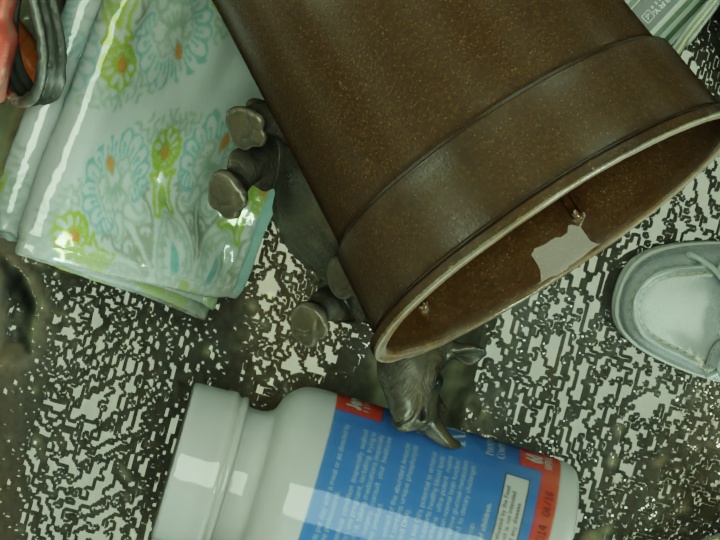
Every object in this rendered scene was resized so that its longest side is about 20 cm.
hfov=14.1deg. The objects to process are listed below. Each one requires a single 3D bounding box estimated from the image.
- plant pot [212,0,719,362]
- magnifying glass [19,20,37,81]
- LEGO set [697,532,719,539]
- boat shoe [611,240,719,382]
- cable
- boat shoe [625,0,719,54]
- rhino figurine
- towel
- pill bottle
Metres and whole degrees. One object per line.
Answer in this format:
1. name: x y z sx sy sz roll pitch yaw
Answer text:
1. plant pot: 0.040 -0.095 1.338 0.200 0.200 0.199 -32 79 -1
2. magnifying glass: -0.207 -0.155 1.467 0.022 0.080 0.200 -38 103 1
3. LEGO set: 0.215 0.179 1.444 0.115 0.200 0.155 -19 72 -3
4. boat shoe: 0.229 0.033 1.490 0.201 0.065 0.075 17 91 -3
5. cable: -0.167 -0.152 1.328 0.097 0.050 0.201 31 120 24
6. boat shoe: 0.115 -0.100 1.482 0.072 0.062 0.200 39 90 -3
7. rhino figurine: 0.000 0.000 1.422 0.060 0.087 0.201 -29 94 32
8. towel: -0.088 -0.084 1.427 0.048 0.171 0.201 21 91 34
9. pill bottle: 0.001 0.123 1.460 0.199 0.112 0.113 17 91 -4
